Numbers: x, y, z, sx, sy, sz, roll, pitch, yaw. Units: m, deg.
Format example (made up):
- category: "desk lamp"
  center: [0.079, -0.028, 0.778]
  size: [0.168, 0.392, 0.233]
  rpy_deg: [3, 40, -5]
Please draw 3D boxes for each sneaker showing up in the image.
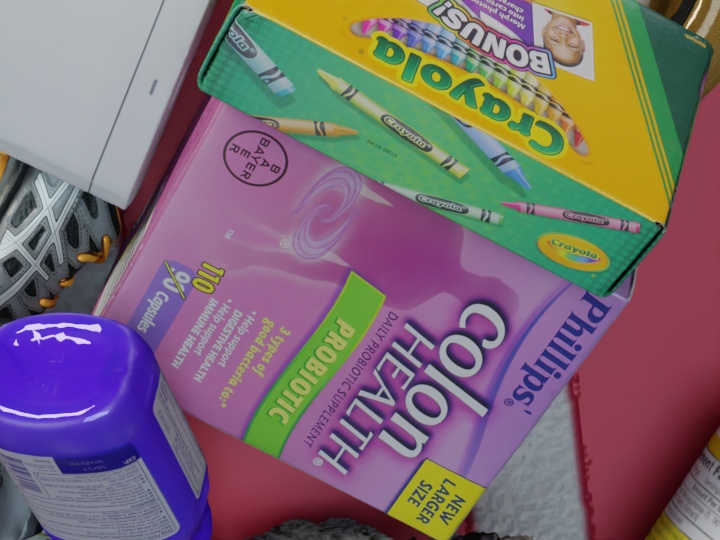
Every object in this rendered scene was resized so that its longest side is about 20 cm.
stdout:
- category: "sneaker"
  center: [-0.154, -0.017, 1.179]
  size: [0.077, 0.078, 0.200]
  rpy_deg: [21, 97, -13]

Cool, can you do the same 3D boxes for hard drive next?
- category: "hard drive"
  center: [-0.169, -0.125, 1.099]
  size: [0.200, 0.027, 0.132]
  rpy_deg: [26, 120, 0]

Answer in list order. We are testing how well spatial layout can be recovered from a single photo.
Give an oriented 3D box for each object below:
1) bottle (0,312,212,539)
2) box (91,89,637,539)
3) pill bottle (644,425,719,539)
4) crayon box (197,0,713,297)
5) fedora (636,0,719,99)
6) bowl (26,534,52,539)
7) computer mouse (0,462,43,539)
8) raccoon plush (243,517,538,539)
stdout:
- category: "bottle"
  center: [-0.113, 0.096, 1.154]
  size: [0.083, 0.200, 0.065]
  rpy_deg: [1, 56, 15]
- category: "box"
  center: [0.000, 0.000, 1.145]
  size: [0.200, 0.097, 0.176]
  rpy_deg: [27, 127, -9]
- category: "pill bottle"
  center: [0.200, 0.142, 1.214]
  size: [0.114, 0.114, 0.200]
  rpy_deg: [32, 97, -9]
- category: "crayon box"
  center: [0.043, -0.087, 1.064]
  size: [0.200, 0.119, 0.058]
  rpy_deg: [27, 138, -8]
- category: "fedora"
  center: [0.098, -0.161, 1.167]
  size: [0.200, 0.082, 0.201]
  rpy_deg: [0, 94, -3]
- category: "bowl"
  center: [-0.175, 0.236, 1.213]
  size: [0.200, 0.094, 0.201]
  rpy_deg: [-1, 101, -5]
- category: "computer mouse"
  center: [-0.182, 0.133, 1.176]
  size: [0.058, 0.034, 0.200]
  rpy_deg: [11, 66, 11]
- category: "raccoon plush"
  center: [0.007, 0.200, 1.191]
  size: [0.199, 0.097, 0.134]
  rpy_deg: [2, 111, 28]
